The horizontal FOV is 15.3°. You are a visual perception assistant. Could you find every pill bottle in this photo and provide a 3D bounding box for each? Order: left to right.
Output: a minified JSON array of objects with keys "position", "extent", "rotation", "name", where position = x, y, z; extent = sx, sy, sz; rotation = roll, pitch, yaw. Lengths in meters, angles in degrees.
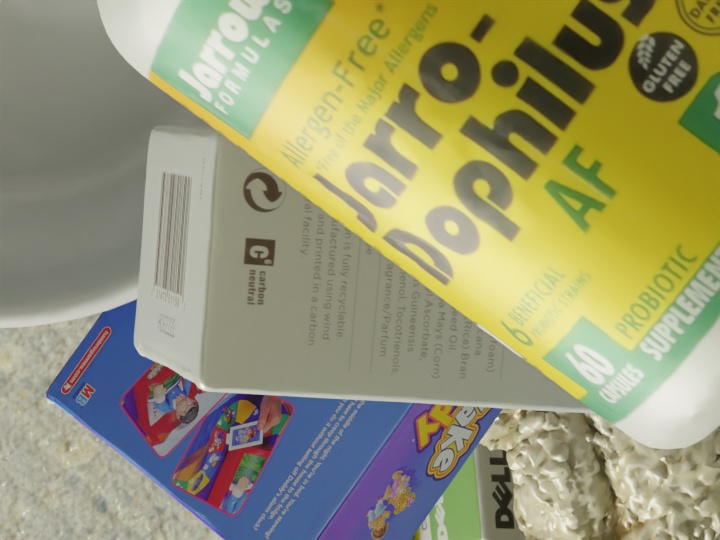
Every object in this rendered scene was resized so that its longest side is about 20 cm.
[{"position":[0.017,-0.064,0.553],"extent":[0.200,0.113,0.113],"rotation":[37,177,0],"name":"pill bottle"}]

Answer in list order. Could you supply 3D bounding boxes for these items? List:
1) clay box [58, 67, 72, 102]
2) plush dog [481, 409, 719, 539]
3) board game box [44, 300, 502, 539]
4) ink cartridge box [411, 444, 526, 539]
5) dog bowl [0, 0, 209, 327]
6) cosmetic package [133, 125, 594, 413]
[{"position":[-0.116,-0.131,1.022],"extent":[0.047,0.116,0.200],"rotation":[6,-169,-25],"name":"clay box"},{"position":[0.083,0.038,1.072],"extent":[0.171,0.200,0.161],"rotation":[27,143,4],"name":"plush dog"},{"position":[0.000,0.000,0.914],"extent":[0.134,0.200,0.045],"rotation":[34,177,38],"name":"board game box"},{"position":[0.076,0.076,1.193],"extent":[0.199,0.105,0.059],"rotation":[5,162,-28],"name":"ink cartridge box"},{"position":[-0.117,-0.084,0.870],"extent":[0.200,0.200,0.079],"rotation":[38,-160,-28],"name":"dog bowl"},{"position":[0.042,0.001,0.774],"extent":[0.199,0.072,0.101],"rotation":[4,-177,-14],"name":"cosmetic package"}]
